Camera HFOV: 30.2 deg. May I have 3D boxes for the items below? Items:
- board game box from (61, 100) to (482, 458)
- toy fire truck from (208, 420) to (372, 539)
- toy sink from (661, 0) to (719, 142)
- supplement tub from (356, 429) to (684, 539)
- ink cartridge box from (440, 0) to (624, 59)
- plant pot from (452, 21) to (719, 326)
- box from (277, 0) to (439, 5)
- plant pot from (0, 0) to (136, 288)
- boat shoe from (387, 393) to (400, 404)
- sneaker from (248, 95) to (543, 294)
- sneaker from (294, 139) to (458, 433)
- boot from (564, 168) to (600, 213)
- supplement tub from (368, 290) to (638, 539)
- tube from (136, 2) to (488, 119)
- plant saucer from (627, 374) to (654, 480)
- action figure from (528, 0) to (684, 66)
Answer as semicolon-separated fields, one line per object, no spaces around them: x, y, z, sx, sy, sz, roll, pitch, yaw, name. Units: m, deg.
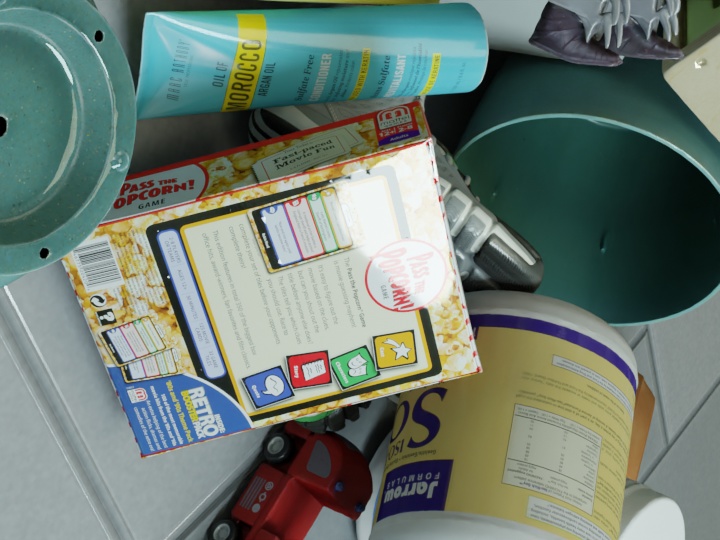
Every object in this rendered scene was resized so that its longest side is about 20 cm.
-0.045;0.009;0.717;0.198;0.046;0.153;-13;123;2;board game box
-0.037;0.197;0.812;0.201;0.140;0.049;-57;137;-18;toy fire truck
0.270;-0.176;0.840;0.112;0.130;0.201;42;37;-19;toy sink
0.107;0.184;0.926;0.131;0.199;0.133;-24;122;-46;supplement tub
0.105;-0.251;0.819;0.146;0.144;0.201;-55;138;-21;ink cartridge box
0.169;-0.088;0.918;0.201;0.199;0.162;60;39;-41;plant pot
-0.042;-0.174;0.731;0.199;0.075;0.051;-8;108;-46;box
-0.179;-0.069;0.562;0.199;0.133;0.203;-21;118;-44;plant pot
0.087;0.059;0.958;0.199;0.059;0.073;2;81;-50;boat shoe
0.041;-0.076;0.802;0.199;0.075;0.116;33;62;-7;sneaker
0.000;0.000;0.836;0.085;0.078;0.201;40;73;-47;sneaker
0.236;-0.096;1.095;0.182;0.072;0.201;51;58;-47;boot
0.083;0.130;0.791;0.146;0.144;0.202;48;46;-46;supplement tub
-0.027;-0.118;0.734;0.198;0.051;0.078;-8;140;-23;tube
0.202;0.176;1.085;0.200;0.037;0.202;16;90;-78;plant saucer
0.145;-0.214;0.709;0.130;0.069;0.202;-22;123;-50;action figure
